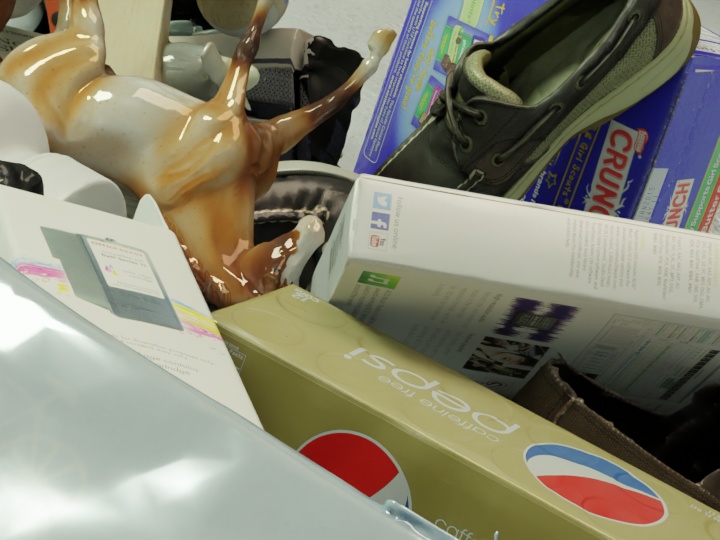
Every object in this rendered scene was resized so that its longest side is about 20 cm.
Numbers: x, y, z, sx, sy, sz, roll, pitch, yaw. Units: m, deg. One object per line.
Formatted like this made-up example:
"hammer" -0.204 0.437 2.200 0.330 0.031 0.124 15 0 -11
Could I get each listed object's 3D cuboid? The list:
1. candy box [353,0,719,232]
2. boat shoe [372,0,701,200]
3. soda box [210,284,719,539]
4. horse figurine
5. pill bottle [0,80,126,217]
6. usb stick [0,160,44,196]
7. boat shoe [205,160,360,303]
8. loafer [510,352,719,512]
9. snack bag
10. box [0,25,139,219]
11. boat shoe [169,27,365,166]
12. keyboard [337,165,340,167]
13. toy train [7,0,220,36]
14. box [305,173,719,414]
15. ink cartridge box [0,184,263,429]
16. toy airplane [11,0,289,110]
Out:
"candy box" 0.103 -0.077 1.165 0.077 0.169 0.200 0 29 -41
"boat shoe" 0.070 -0.082 1.055 0.066 0.201 0.072 43 15 -47
"soda box" 0.034 0.079 0.705 0.200 0.064 0.068 28 19 18
"horse figurine" -0.083 -0.073 0.848 0.200 0.133 0.050 28 -10 11
"pill bottle" -0.191 -0.039 0.812 0.200 0.113 0.113 27 19 17
"usb stick" -0.204 -0.013 0.725 0.200 0.056 0.033 0 33 2
"boat shoe" 0.000 0.000 0.994 0.200 0.074 0.060 7 32 -36
"loafer" 0.135 0.081 0.768 0.200 0.071 0.073 14 21 -17
"snack bag" -0.092 0.096 0.494 0.188 0.021 0.200 29 63 26
"box" -0.132 -0.041 0.956 0.082 0.068 0.200 12 21 -24
"boat shoe" -0.091 -0.062 1.067 0.200 0.093 0.075 -3 -17 39
"keyboard" 0.012 -0.030 1.138 0.104 0.040 0.200 6 25 -38
"toy train" -0.127 -0.143 1.169 0.114 0.085 0.200 -12 0 19
"box" 0.082 0.021 0.795 0.200 0.036 0.144 11 -21 -7
"ink cartridge box" -0.093 0.053 0.655 0.067 0.117 0.200 15 19 -22
"toy airplane" -0.091 -0.151 0.979 0.199 0.200 0.141 28 -14 48
